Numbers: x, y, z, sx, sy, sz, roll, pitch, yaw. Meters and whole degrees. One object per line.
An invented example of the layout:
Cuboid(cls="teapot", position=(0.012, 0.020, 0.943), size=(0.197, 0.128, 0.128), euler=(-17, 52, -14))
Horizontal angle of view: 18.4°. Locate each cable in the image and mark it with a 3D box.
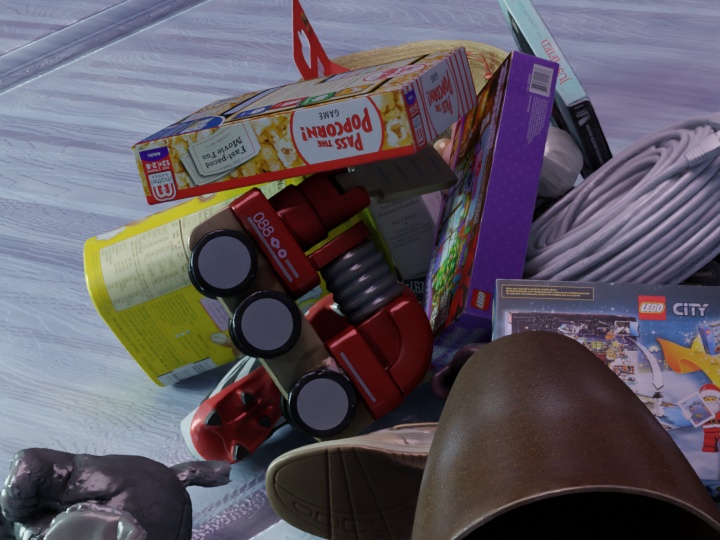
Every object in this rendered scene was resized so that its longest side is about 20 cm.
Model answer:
Cuboid(cls="cable", position=(0.189, -0.031, 1.573), size=(0.200, 0.069, 0.200), euler=(-39, 9, -1))

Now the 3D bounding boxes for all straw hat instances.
Cuboid(cls="straw hat", position=(0.044, -0.132, 1.972), size=(0.201, 0.085, 0.201), euler=(-6, 25, 3))

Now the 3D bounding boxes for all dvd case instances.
Cuboid(cls="dvd case", position=(0.160, -0.125, 1.720), size=(0.022, 0.200, 0.146), euler=(-28, 56, 3))

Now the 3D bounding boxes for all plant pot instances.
Cuboid(cls="plant pot", position=(0.107, 0.130, 1.257), size=(0.187, 0.187, 0.200), euler=(-12, 35, 2))

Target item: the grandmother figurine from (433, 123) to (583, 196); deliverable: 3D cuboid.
Cuboid(cls="grandmother figurine", position=(0.116, -0.096, 1.725), size=(0.060, 0.122, 0.200), euler=(4, 10, -20))

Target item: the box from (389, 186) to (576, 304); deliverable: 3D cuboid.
Cuboid(cls="box", position=(0.057, -0.021, 1.785), size=(0.200, 0.044, 0.160), euler=(5, 32, 34))

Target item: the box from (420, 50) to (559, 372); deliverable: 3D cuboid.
Cuboid(cls="box", position=(0.087, -0.038, 1.574), size=(0.039, 0.137, 0.200), euler=(15, 69, -9))

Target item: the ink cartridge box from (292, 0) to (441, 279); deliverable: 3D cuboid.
Cuboid(cls="ink cartridge box", position=(0.009, -0.112, 1.710), size=(0.057, 0.200, 0.163), euler=(-19, 25, 7))

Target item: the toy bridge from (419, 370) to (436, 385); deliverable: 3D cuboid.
Cuboid(cls="toy bridge", position=(0.117, 0.043, 1.647), size=(0.200, 0.027, 0.067), euler=(-23, 28, -18))

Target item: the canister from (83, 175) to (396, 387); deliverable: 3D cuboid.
Cuboid(cls="canister", position=(-0.089, 0.000, 1.668), size=(0.200, 0.149, 0.087), euler=(-21, 48, 11))

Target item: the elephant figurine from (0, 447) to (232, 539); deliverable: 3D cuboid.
Cuboid(cls="elephant figurine", position=(-0.164, 0.210, 1.366), size=(0.141, 0.155, 0.200), euler=(23, 27, -25))

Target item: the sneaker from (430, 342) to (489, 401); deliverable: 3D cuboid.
Cuboid(cls="sneaker", position=(0.136, 0.078, 1.466), size=(0.200, 0.076, 0.115), euler=(-8, -10, 31))

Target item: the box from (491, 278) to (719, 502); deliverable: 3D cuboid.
Cuboid(cls="box", position=(0.183, 0.076, 1.406), size=(0.200, 0.038, 0.137), euler=(2, 61, 0))

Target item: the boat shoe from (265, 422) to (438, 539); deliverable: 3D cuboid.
Cuboid(cls="boat shoe", position=(0.038, 0.133, 1.462), size=(0.200, 0.072, 0.065), euler=(-7, 15, 13))

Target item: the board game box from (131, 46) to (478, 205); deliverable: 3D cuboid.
Cuboid(cls="board game box", position=(-0.036, -0.101, 1.535), size=(0.200, 0.046, 0.151), euler=(-10, 13, 23))

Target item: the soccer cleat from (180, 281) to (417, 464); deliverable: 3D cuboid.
Cuboid(cls="soccer cleat", position=(-0.046, 0.070, 1.608), size=(0.200, 0.069, 0.085), euler=(-38, 13, -16))

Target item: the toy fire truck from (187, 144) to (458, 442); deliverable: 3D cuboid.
Cuboid(cls="toy fire truck", position=(0.000, 0.000, 1.531), size=(0.200, 0.176, 0.129), euler=(-35, 1, -5))

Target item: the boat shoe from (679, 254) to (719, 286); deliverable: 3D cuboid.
Cuboid(cls="boat shoe", position=(0.233, 0.021, 1.579), size=(0.074, 0.073, 0.200), euler=(9, 33, 38))
